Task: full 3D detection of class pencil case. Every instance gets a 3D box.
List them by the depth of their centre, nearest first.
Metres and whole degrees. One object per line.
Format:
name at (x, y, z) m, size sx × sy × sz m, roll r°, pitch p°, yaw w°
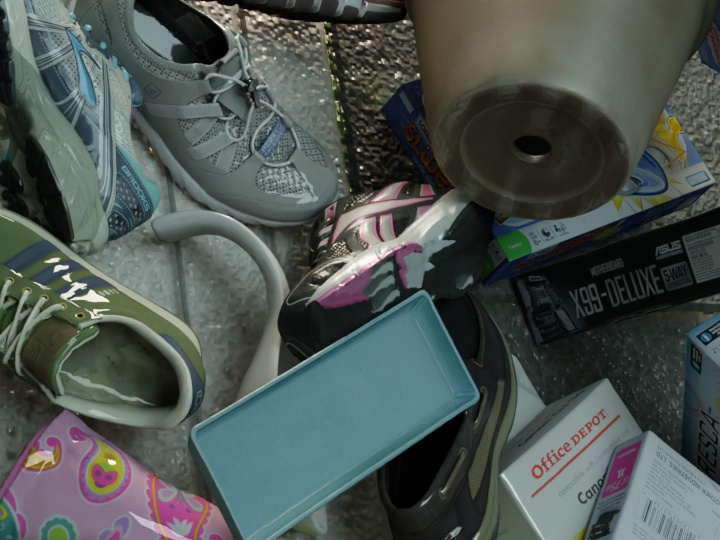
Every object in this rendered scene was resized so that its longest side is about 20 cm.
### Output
pencil case at (-0.097, 0.157, 1.123) m, size 0.199 × 0.088 × 0.088 m, roll 33°, pitch 54°, yaw 1°

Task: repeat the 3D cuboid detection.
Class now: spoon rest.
spoon rest at (-0.055, 0.054, 1.229) m, size 0.060 × 0.099 × 0.201 m, roll -23°, pitch 80°, yaw 4°

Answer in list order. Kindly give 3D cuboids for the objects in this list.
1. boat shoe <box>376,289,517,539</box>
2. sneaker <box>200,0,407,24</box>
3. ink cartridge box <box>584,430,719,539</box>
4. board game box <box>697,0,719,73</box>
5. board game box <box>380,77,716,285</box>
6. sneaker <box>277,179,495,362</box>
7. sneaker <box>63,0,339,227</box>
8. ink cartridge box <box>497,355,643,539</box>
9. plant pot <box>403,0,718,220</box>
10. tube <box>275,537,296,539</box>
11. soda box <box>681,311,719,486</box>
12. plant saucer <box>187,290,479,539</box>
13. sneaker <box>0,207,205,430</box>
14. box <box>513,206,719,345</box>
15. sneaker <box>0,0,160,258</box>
boat shoe at (0.047, 0.080, 1.262) m, size 0.073 × 0.074 × 0.201 m, roll 60°, pitch 23°, yaw -44°
sneaker at (-0.051, -0.215, 1.321) m, size 0.199 × 0.076 × 0.116 m, roll 7°, pitch 92°, yaw -32°
ink cartridge box at (0.173, 0.206, 1.260) m, size 0.119 × 0.042 × 0.201 m, roll 37°, pitch 50°, yaw -17°
board game box at (0.258, -0.160, 1.331) m, size 0.036 × 0.200 × 0.152 m, roll -31°, pitch 126°, yaw -12°
board game box at (0.125, -0.080, 1.421) m, size 0.199 × 0.034 × 0.136 m, roll -21°, pitch 73°, yaw -38°
sneaker at (0.000, 0.000, 1.266) m, size 0.200 × 0.086 × 0.081 m, roll -30°, pitch 132°, yaw -57°
sneaker at (-0.087, -0.098, 1.266) m, size 0.200 × 0.082 × 0.075 m, roll 37°, pitch 55°, yaw -19°
ink cartridge box at (0.131, 0.150, 1.324) m, size 0.116 × 0.067 × 0.201 m, roll -37°, pitch 94°, yaw -38°
plant pot at (0.109, -0.132, 1.288) m, size 0.199 × 0.200 × 0.174 m, roll 30°, pitch 49°, yaw -21°
tube at (0.005, 0.183, 1.235) m, size 0.199 × 0.052 × 0.058 m, roll 13°, pitch 65°, yaw -29°
soda box at (0.240, 0.099, 1.333) m, size 0.063 × 0.201 × 0.068 m, roll -32°, pitch 57°, yaw -17°
plant saucer at (-0.013, 0.078, 1.154) m, size 0.200 × 0.019 × 0.070 m, roll -30°, pitch 93°, yaw -46°
sneaker at (-0.166, 0.025, 1.141) m, size 0.199 × 0.090 × 0.067 m, roll 27°, pitch 101°, yaw -18°
box at (0.219, -0.012, 1.366) m, size 0.157 × 0.200 × 0.050 m, roll -18°, pitch 88°, yaw -37°
sneaker at (-0.173, -0.107, 1.223) m, size 0.086 × 0.077 × 0.201 m, roll -20°, pitch 93°, yaw -40°
